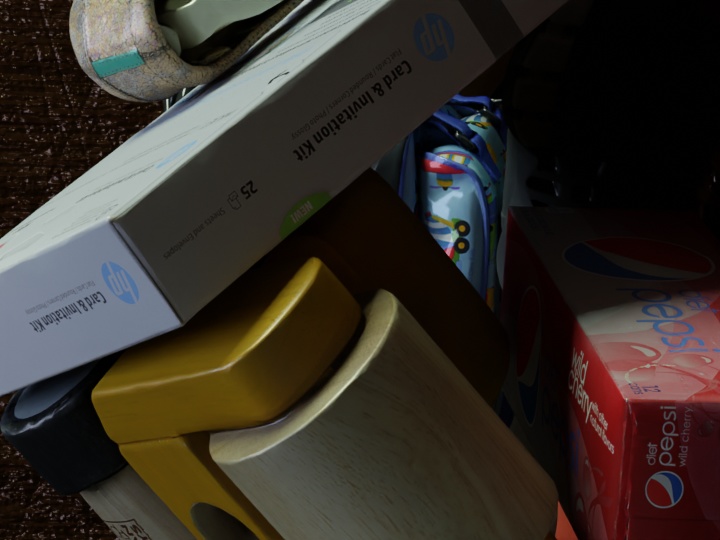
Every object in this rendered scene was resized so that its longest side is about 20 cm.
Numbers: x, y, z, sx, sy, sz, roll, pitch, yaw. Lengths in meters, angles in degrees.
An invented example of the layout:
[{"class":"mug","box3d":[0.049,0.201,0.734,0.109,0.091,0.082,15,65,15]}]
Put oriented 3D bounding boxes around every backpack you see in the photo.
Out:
[{"class":"backpack","box3d":[0.000,0.000,1.158,0.200,0.134,0.184,-41,-43,-75]}]

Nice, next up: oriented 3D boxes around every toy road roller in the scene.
[{"class":"toy road roller","box3d":[-0.004,0.036,0.910,0.146,0.123,0.200,-50,20,-25]}]

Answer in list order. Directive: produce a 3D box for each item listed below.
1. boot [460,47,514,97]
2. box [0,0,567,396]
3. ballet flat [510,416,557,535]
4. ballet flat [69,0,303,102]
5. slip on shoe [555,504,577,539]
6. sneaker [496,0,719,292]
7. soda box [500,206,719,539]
[{"class":"boot","box3d":[0.056,-0.178,1.228,0.201,0.076,0.155,-67,-31,-23]},{"class":"box","box3d":[-0.032,-0.041,0.910,0.041,0.200,0.156,55,149,-9]},{"class":"ballet flat","box3d":[0.052,0.079,1.240,0.200,0.071,0.072,-112,25,-65]},{"class":"ballet flat","box3d":[-0.010,-0.127,0.961,0.200,0.068,0.067,-48,19,-16]},{"class":"slip on shoe","box3d":[0.076,0.149,1.021,0.074,0.061,0.202,128,145,-79]},{"class":"sneaker","box3d":[0.079,-0.064,1.007,0.201,0.075,0.080,103,168,-51]},{"class":"soda box","box3d":[0.091,0.036,0.908,0.200,0.069,0.064,-114,26,-72]}]
